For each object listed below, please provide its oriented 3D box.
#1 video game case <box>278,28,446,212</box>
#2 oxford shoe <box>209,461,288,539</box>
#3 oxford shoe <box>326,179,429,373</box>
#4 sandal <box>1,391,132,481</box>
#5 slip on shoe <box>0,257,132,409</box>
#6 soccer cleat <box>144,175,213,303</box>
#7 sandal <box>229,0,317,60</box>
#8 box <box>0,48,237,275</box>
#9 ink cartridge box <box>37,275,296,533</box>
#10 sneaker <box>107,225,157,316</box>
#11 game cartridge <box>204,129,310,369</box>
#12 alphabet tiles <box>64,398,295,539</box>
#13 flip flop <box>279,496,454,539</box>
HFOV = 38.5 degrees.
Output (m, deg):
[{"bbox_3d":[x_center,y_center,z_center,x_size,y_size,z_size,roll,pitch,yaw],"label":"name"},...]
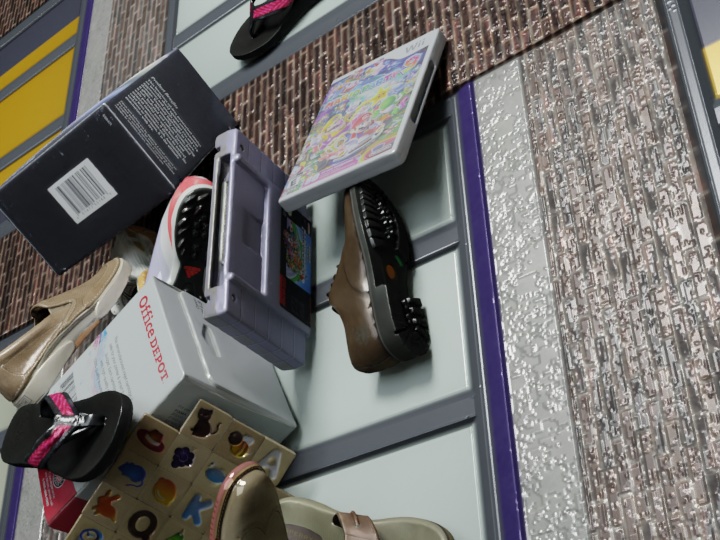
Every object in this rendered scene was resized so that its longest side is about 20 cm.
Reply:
[{"bbox_3d":[0.004,-0.149,1.007,0.143,0.018,0.200,-20,35,35],"label":"video game case"},{"bbox_3d":[-0.065,0.243,0.805,0.075,0.070,0.201,12,119,39],"label":"oxford shoe"},{"bbox_3d":[0.000,0.000,0.932,0.084,0.073,0.201,-30,49,31],"label":"oxford shoe"},{"bbox_3d":[-0.267,0.140,0.891,0.200,0.045,0.075,-11,56,42],"label":"sandal"},{"bbox_3d":[-0.305,0.050,1.050,0.076,0.061,0.200,-32,22,51],"label":"slip on shoe"},{"bbox_3d":[-0.183,0.002,1.032,0.073,0.068,0.201,48,122,61],"label":"soccer cleat"},{"bbox_3d":[-0.090,-0.330,1.229,0.200,0.045,0.075,-37,46,22],"label":"sandal"},{"bbox_3d":[-0.275,-0.127,1.171,0.200,0.123,0.199,-31,16,27],"label":"box"},{"bbox_3d":[-0.188,0.140,0.971,0.200,0.144,0.145,-46,41,16],"label":"ink cartridge box"},{"bbox_3d":[-0.234,0.034,1.147,0.088,0.075,0.200,-60,36,19],"label":"sneaker"},{"bbox_3d":[-0.092,-0.019,0.976,0.038,0.130,0.201,-20,54,29],"label":"game cartridge"},{"bbox_3d":[-0.149,0.217,0.884,0.200,0.166,0.006,-57,17,1],"label":"alphabet tiles"},{"bbox_3d":[-0.013,0.221,0.820,0.199,0.058,0.081,7,72,40],"label":"flip flop"}]
